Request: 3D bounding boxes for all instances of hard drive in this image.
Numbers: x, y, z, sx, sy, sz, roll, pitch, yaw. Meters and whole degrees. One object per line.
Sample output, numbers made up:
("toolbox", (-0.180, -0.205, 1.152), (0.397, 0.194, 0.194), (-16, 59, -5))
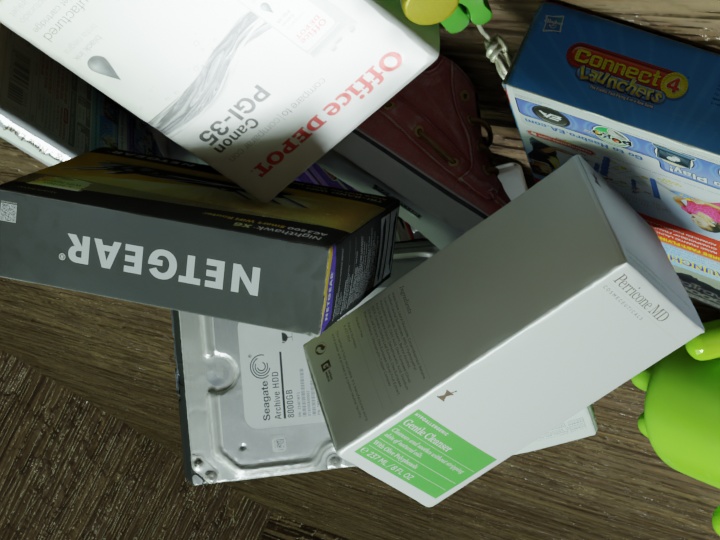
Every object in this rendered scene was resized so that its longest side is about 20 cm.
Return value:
("hard drive", (-0.018, 0.055, 1.172), (0.198, 0.141, 0.038), (-4, -179, -13))

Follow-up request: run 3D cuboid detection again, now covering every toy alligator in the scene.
("toy alligator", (0.043, -0.160, 0.956), (0.054, 0.060, 0.199), (-34, 139, 23))

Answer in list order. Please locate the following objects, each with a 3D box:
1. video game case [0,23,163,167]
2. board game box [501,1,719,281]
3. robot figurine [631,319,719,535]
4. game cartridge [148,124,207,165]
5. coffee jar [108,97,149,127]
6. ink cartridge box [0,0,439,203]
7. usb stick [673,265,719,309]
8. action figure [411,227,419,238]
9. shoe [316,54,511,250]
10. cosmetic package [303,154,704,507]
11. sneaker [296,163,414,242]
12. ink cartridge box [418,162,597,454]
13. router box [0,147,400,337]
("video game case", (-0.179, -0.118, 1.277), (0.181, 0.022, 0.201), (32, -152, -28))
("board game box", (0.193, -0.057, 1.052), (0.198, 0.056, 0.196), (21, 166, 19))
("robot figurine", (0.285, 0.105, 1.336), (0.199, 0.115, 0.177), (21, 128, 52))
("game cartridge", (-0.070, -0.110, 1.173), (0.041, 0.133, 0.200), (55, 173, 15))
("coffee jar", (-0.131, -0.157, 1.182), (0.104, 0.086, 0.200), (31, 167, 10))
("ink cartridge box", (-0.074, -0.148, 0.986), (0.199, 0.083, 0.146), (34, 123, -31))
("usb stick", (0.230, 0.001, 1.252), (0.198, 0.033, 0.056), (23, 159, 11))
("action figure", (0.004, -0.007, 1.449), (0.069, 0.132, 0.199), (16, 180, -29))
("shoe", (0.062, -0.066, 1.145), (0.199, 0.091, 0.071), (33, 167, -5))
("cosmetic package", (0.080, 0.038, 1.059), (0.107, 0.199, 0.085), (33, -151, -46))
("sneaker", (0.000, 0.000, 1.247), (0.083, 0.202, 0.081), (-20, -174, 8))
("ink cartridge box", (0.105, 0.035, 1.328), (0.083, 0.147, 0.200), (-16, 157, 6))
("router box", (-0.092, -0.021, 1.069), (0.198, 0.053, 0.157), (10, -166, 13))
